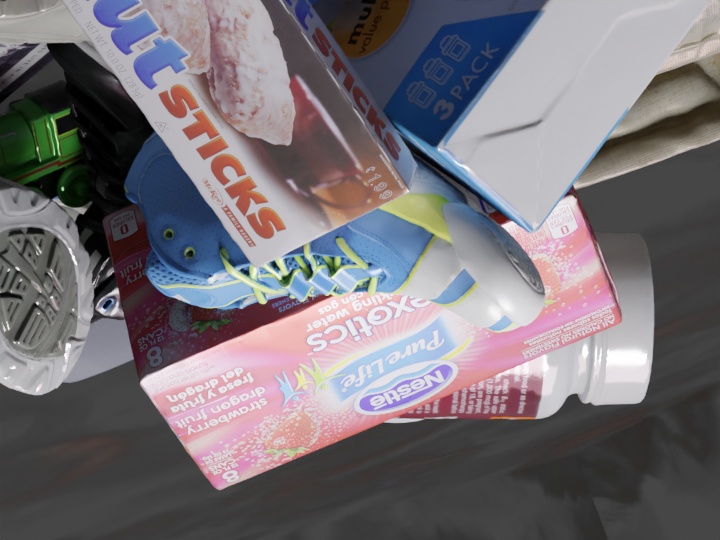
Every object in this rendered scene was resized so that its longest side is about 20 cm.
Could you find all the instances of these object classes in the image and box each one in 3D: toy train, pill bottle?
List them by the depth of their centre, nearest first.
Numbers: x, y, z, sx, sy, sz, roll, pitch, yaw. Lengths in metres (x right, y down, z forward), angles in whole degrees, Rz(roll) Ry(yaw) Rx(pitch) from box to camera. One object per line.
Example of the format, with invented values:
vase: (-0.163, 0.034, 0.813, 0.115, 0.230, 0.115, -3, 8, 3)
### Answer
toy train: (-0.152, -0.056, 1.012, 0.199, 0.042, 0.057, -26, 128, -27)
pill bottle: (0.058, 0.026, 1.195, 0.199, 0.115, 0.114, 1, 166, -2)

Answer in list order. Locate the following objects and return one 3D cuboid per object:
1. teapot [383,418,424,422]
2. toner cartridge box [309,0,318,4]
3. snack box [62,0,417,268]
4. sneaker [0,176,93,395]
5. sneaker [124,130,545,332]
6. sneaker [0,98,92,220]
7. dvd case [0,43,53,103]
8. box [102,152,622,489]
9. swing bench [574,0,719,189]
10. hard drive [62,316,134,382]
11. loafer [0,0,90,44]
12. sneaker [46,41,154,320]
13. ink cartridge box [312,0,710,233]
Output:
teapot: (0.016, -0.013, 1.322, 0.200, 0.197, 0.146, -50, 125, -1)
toner cartridge box: (0.007, -0.165, 0.779, 0.199, 0.043, 0.095, -25, 133, 20)
snack box: (-0.062, -0.096, 0.757, 0.072, 0.200, 0.024, -25, -158, 25)
sneaker: (-0.194, -0.018, 0.932, 0.099, 0.078, 0.200, 8, 148, 39)
sneaker: (-0.019, -0.010, 0.846, 0.105, 0.200, 0.076, -53, 144, 3)
sneaker: (-0.207, -0.025, 1.048, 0.199, 0.087, 0.075, -16, 169, -15)
dvd case: (-0.203, -0.097, 0.898, 0.199, 0.016, 0.148, -8, 162, -46)
box: (0.000, 0.000, 0.929, 0.199, 0.100, 0.096, -23, 138, 5)
swing bench: (0.133, -0.122, 1.088, 0.198, 0.130, 0.200, -20, 173, -7)
hard drive: (-0.098, -0.015, 1.194, 0.199, 0.042, 0.135, -28, -153, 27)
loafer: (-0.120, -0.123, 0.831, 0.069, 0.070, 0.200, 7, -173, 31)
sneaker: (-0.107, -0.035, 0.969, 0.112, 0.073, 0.200, -47, 149, 0)
ink cartridge box: (0.031, -0.112, 0.850, 0.068, 0.200, 0.115, 37, 91, -39)
